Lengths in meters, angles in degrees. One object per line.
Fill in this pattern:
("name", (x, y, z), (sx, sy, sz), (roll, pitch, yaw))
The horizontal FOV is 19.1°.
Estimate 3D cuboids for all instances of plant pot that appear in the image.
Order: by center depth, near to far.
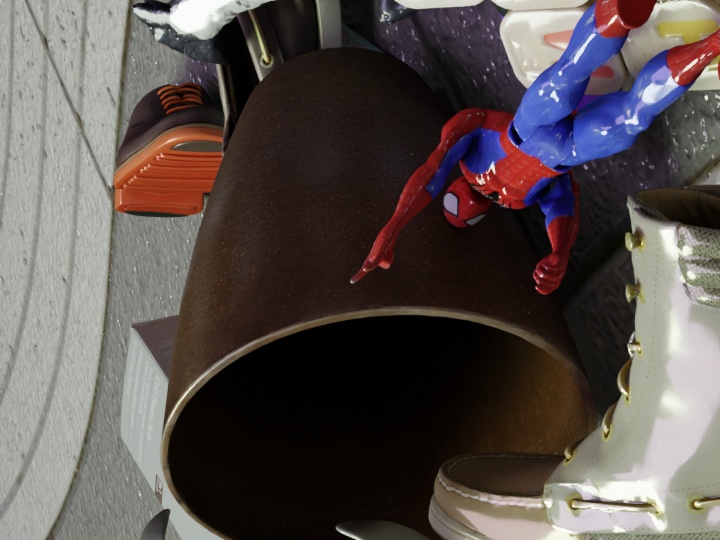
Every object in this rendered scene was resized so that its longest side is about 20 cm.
("plant pot", (0.000, 0.000, 0.972), (0.187, 0.187, 0.200), (103, 165, -48))

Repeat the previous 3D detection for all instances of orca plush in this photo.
("orca plush", (-0.011, -0.160, 0.976), (0.105, 0.071, 0.200), (38, 132, -9))

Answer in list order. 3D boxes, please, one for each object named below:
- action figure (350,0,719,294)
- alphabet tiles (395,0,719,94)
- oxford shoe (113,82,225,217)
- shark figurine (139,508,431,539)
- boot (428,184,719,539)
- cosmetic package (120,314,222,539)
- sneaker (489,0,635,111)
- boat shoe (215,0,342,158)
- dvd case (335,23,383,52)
("action figure", (0.065, -0.035, 0.792), (0.065, 0.099, 0.200), (32, 157, -9))
("alphabet tiles", (0.070, -0.146, 0.760), (0.196, 0.015, 0.200), (2, 130, 35))
("oxford shoe", (-0.112, -0.079, 1.253), (0.200, 0.071, 0.073), (157, 114, -72))
("shark figurine", (-0.004, 0.156, 0.878), (0.128, 0.214, 0.090), (-98, 4, -75))
("boot", (0.110, 0.044, 0.820), (0.200, 0.072, 0.155), (3, 109, 35))
("cosmetic package", (-0.065, 0.124, 1.283), (0.200, 0.090, 0.107), (55, 147, 40))
("sneaker", (0.045, -0.147, 0.850), (0.070, 0.099, 0.200), (-5, 100, 68))
("boat shoe", (-0.044, -0.068, 1.091), (0.072, 0.060, 0.200), (36, 135, 52))
("dvd case", (-0.024, -0.048, 1.160), (0.146, 0.022, 0.200), (40, 141, 50))
